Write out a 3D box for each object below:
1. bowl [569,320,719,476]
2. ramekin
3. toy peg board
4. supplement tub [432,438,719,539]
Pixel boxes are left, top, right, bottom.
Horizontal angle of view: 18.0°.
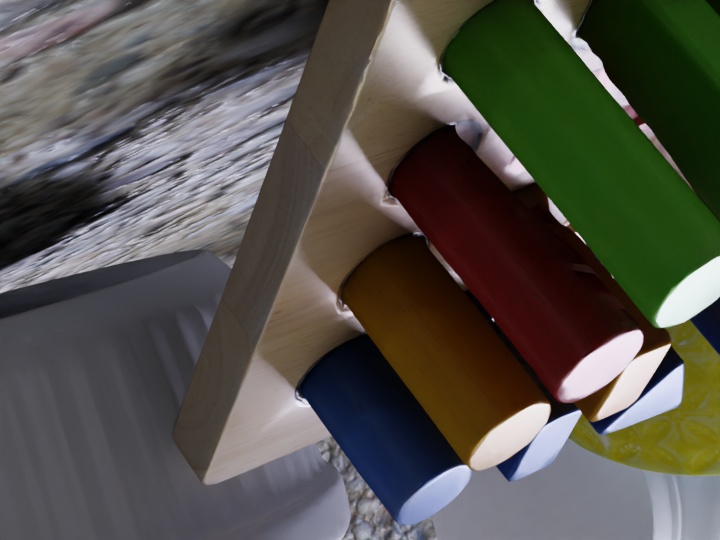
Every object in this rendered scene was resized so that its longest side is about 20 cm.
[{"bbox_3d":[0.144,-0.026,0.934,0.200,0.200,0.108,-24,134,3],"label":"bowl"},{"bbox_3d":[-0.109,0.058,0.693,0.202,0.094,0.202,-14,-175,1],"label":"ramekin"},{"bbox_3d":[0.078,-0.009,0.582,0.200,0.098,0.199,-20,150,-33],"label":"toy peg board"},{"bbox_3d":[0.141,0.094,1.059,0.144,0.145,0.200,-27,168,40],"label":"supplement tub"}]
